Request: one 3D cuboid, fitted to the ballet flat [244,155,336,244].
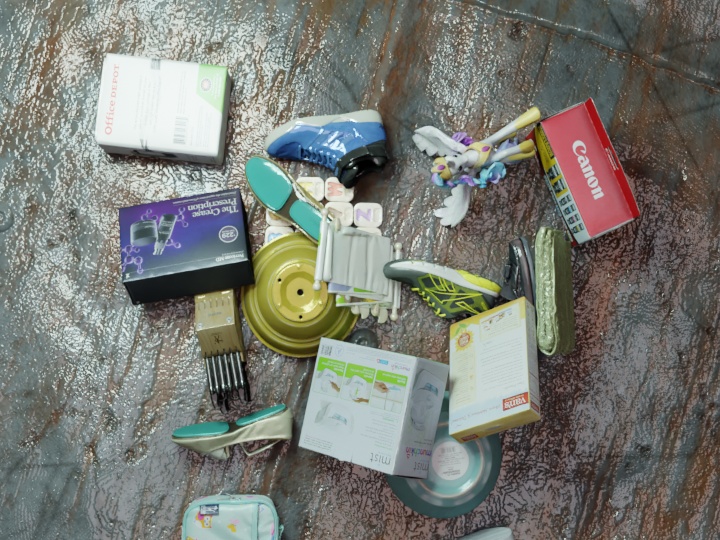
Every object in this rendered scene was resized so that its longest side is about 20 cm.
[{"bbox_3d":[-0.108,-0.107,1.744,0.200,0.063,0.069,44,99,14],"label":"ballet flat"}]

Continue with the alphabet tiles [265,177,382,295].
[{"bbox_3d":[-0.060,-0.052,1.777,0.192,0.015,0.204,2,86,-1],"label":"alphabet tiles"}]

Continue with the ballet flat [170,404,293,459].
[{"bbox_3d":[-0.200,0.267,1.728,0.196,0.069,0.071,-13,86,-2],"label":"ballet flat"}]

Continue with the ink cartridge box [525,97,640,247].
[{"bbox_3d":[0.348,-0.152,1.712,0.083,0.176,0.203,-23,86,-3],"label":"ink cartridge box"}]

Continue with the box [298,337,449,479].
[{"bbox_3d":[0.017,0.209,1.666,0.198,0.096,0.180,7,84,41],"label":"box"}]

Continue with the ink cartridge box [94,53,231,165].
[{"bbox_3d":[-0.315,-0.259,1.753,0.196,0.084,0.148,6,85,-1],"label":"ink cartridge box"}]

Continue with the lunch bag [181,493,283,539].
[{"bbox_3d":[-0.198,0.450,1.704,0.157,0.077,0.204,-1,86,-1],"label":"lunch bag"}]

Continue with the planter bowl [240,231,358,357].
[{"bbox_3d":[-0.094,0.036,1.722,0.196,0.083,0.204,0,86,-1],"label":"planter bowl"}]

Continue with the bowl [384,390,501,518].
[{"bbox_3d":[0.132,0.293,1.710,0.197,0.105,0.205,0,85,0],"label":"bowl"}]

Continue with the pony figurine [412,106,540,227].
[{"bbox_3d":[0.175,-0.176,1.714,0.198,0.193,0.169,-24,88,-16],"label":"pony figurine"}]

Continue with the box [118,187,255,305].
[{"bbox_3d":[-0.274,-0.039,1.715,0.196,0.079,0.143,-10,62,-2],"label":"box"}]

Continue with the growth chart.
[{"bbox_3d":[0.000,0.000,1.716,0.198,0.018,0.147,20,76,-42],"label":"growth chart"}]

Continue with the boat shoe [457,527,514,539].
[{"bbox_3d":[0.160,0.473,1.721,0.198,0.072,0.072,-27,95,7],"label":"boat shoe"}]

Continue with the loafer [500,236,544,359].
[{"bbox_3d":[0.250,0.050,1.730,0.062,0.072,0.204,-10,104,-1],"label":"loafer"}]

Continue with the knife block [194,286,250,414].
[{"bbox_3d":[-0.219,0.121,1.746,0.063,0.178,0.202,-9,41,-3],"label":"knife block"}]

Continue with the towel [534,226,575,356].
[{"bbox_3d":[0.307,0.033,1.719,0.036,0.148,0.204,-5,85,24],"label":"towel"}]

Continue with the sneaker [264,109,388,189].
[{"bbox_3d":[-0.051,-0.185,1.749,0.196,0.077,0.113,-10,68,-8],"label":"sneaker"}]

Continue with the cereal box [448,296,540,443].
[{"bbox_3d":[0.202,0.152,1.658,0.142,0.039,0.203,-22,46,31],"label":"cereal box"}]

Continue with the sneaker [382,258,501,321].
[{"bbox_3d":[0.128,0.035,1.739,0.197,0.074,0.086,14,91,-8],"label":"sneaker"}]
